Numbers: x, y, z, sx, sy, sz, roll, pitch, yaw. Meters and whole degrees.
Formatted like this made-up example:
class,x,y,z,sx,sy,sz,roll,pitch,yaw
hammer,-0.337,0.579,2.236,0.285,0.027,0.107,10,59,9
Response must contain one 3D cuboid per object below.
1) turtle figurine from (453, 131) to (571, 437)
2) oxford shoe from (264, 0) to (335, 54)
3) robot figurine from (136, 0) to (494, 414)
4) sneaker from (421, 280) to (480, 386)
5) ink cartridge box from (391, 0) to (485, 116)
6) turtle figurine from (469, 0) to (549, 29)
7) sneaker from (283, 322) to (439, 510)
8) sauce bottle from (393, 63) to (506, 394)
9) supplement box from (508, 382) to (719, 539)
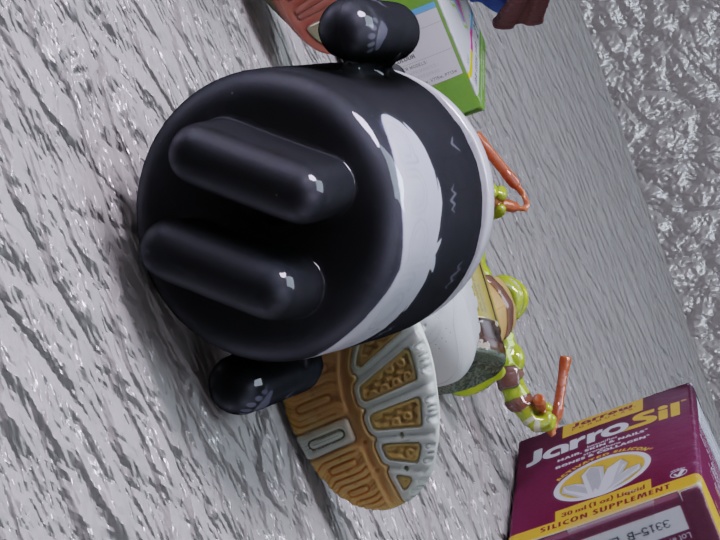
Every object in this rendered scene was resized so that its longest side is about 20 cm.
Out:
class,x,y,z,sx,sy,sz,roll,pitch,yaw
turtle figurine,0.072,0.017,1.862,0.161,0.064,0.200,-21,99,-72
oxford shoe,-0.062,-0.208,1.651,0.074,0.071,0.200,38,-22,58
robot figurine,-0.020,-0.027,1.271,0.125,0.150,0.200,59,21,7
sneaker,0.000,0.000,1.544,0.200,0.076,0.081,56,27,-36
ink cartridge box,0.011,-0.201,1.928,0.148,0.076,0.200,-85,154,-67
turtle figurine,0.097,-0.266,1.924,0.144,0.200,0.194,34,9,14
sneaker,-0.009,0.013,1.417,0.088,0.076,0.200,-20,90,-80
sauce bottle,0.031,-0.027,1.734,0.065,0.065,0.200,51,22,-61
supplement box,0.174,0.165,1.916,0.200,0.131,0.103,-75,143,-74
